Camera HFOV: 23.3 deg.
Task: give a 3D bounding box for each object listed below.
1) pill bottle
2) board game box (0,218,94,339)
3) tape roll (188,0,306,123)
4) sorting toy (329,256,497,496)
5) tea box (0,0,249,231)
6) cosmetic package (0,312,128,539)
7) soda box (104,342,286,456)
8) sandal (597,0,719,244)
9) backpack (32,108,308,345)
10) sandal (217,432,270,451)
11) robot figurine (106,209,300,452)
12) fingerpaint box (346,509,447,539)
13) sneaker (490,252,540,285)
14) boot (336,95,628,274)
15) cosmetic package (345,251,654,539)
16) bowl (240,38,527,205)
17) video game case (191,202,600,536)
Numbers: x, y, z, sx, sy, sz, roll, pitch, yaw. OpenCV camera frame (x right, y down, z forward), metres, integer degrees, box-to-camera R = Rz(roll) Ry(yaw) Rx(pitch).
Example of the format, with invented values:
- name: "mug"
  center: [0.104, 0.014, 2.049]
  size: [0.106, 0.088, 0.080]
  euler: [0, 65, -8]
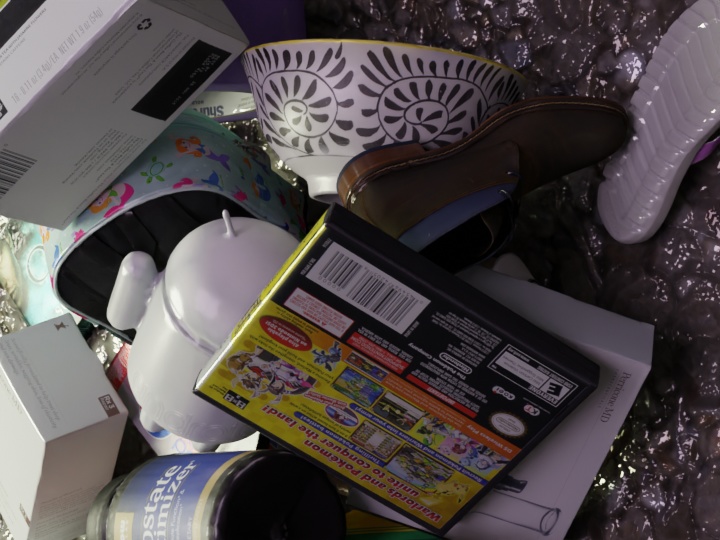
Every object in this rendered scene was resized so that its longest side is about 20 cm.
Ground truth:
- name: "pill bottle"
  center: [-0.108, 0.183, 1.222]
  size: [0.200, 0.112, 0.112]
  euler: [-11, 83, 53]
- name: "board game box"
  center: [-0.251, -0.035, 1.550]
  size: [0.135, 0.028, 0.200]
  euler: [52, 121, 26]
- name: "tape roll"
  center: [-0.140, -0.166, 1.345]
  size: [0.200, 0.200, 0.085]
  euler: [-9, 85, 40]
- name: "sorting toy"
  center: [0.036, 0.079, 1.312]
  size: [0.185, 0.036, 0.200]
  euler: [13, 94, 39]
- name: "tea box"
  center: [-0.221, -0.171, 1.195]
  size: [0.200, 0.134, 0.197]
  euler: [-43, 64, 17]
- name: "cosmetic package"
  center: [-0.266, 0.143, 1.484]
  size: [0.113, 0.081, 0.200]
  euler: [54, 149, 27]
- name: "soda box"
  center: [-0.122, 0.132, 1.417]
  size: [0.200, 0.070, 0.063]
  euler: [48, 120, 27]
- name: "sandal"
  center: [0.218, -0.104, 1.149]
  size: [0.203, 0.050, 0.082]
  euler: [-61, 41, 38]
- name: "backpack"
  center: [-0.144, -0.031, 1.320]
  size: [0.178, 0.200, 0.151]
  euler: [-34, 58, 20]
- name: "sandal"
  center: [-0.107, 0.176, 1.330]
  size: [0.075, 0.045, 0.200]
  euler: [7, 96, 37]
- name: "robot figurine"
  center: [-0.093, 0.042, 1.216]
  size: [0.113, 0.170, 0.200]
  euler: [-77, 10, -46]
- name: "fingerpaint box"
  center: [0.037, 0.283, 1.214]
  size: [0.167, 0.073, 0.200]
  euler: [7, 117, 59]
- name: "sneaker"
  center: [0.045, 0.050, 1.242]
  size: [0.200, 0.074, 0.089]
  euler: [-25, 68, 24]
- name: "boot"
  center: [0.093, -0.047, 1.126]
  size: [0.075, 0.200, 0.097]
  euler: [80, 170, -46]
- name: "cosmetic package"
  center: [0.090, 0.099, 1.170]
  size: [0.151, 0.052, 0.200]
  euler: [18, 126, -2]
- name: "bowl"
  center: [0.013, -0.093, 1.211]
  size: [0.201, 0.201, 0.094]
  euler: [2, 85, 40]
- name: "video game case"
  center: [0.019, 0.069, 1.113]
  size: [0.200, 0.026, 0.181]
  euler: [31, 128, -11]
